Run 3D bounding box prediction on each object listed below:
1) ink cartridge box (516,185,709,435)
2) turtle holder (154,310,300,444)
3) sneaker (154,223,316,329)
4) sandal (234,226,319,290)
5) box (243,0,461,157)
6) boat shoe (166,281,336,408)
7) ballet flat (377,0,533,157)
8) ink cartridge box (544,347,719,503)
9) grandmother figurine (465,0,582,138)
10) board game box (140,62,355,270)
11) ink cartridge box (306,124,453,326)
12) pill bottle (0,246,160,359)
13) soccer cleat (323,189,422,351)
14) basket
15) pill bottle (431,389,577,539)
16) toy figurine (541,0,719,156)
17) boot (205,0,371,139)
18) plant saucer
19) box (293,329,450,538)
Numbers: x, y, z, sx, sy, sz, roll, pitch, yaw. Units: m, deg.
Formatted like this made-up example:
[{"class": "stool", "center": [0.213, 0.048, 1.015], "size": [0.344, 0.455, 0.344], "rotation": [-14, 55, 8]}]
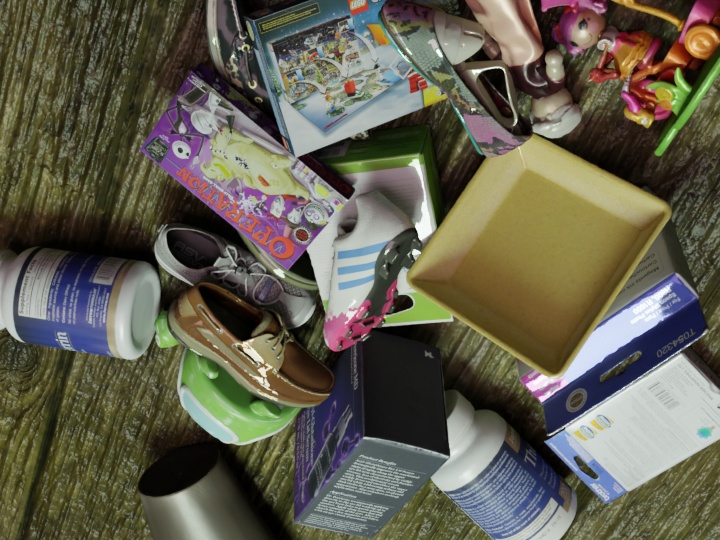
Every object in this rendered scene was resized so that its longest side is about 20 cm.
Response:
[{"class": "ink cartridge box", "center": [0.238, 0.037, 1.082], "size": [0.043, 0.200, 0.196], "rotation": [37, 120, -23]}, {"class": "turtle holder", "center": [-0.160, 0.125, 1.257], "size": [0.185, 0.141, 0.132], "rotation": [24, 137, -18]}, {"class": "sneaker", "center": [-0.145, 0.008, 1.201], "size": [0.199, 0.082, 0.075], "rotation": [23, 79, 4]}, {"class": "sandal", "center": [-0.102, -0.056, 1.181], "size": [0.057, 0.080, 0.201], "rotation": [-37, 106, 13]}, {"class": "box", "center": [0.004, -0.209, 1.032], "size": [0.199, 0.038, 0.137], "rotation": [-23, 116, -13]}, {"class": "boat shoe", "center": [-0.113, 0.080, 1.174], "size": [0.200, 0.076, 0.074], "rotation": [30, 132, -13]}, {"class": "ballet flat", "center": [0.099, -0.188, 1.012], "size": [0.071, 0.069, 0.200], "rotation": [-20, 127, 33]}, {"class": "ink cartridge box", "center": [0.323, 0.175, 1.235], "size": [0.119, 0.042, 0.200], "rotation": [44, 116, -13]}, {"class": "grandmother figurine", "center": [0.158, -0.206, 1.028], "size": [0.060, 0.121, 0.200], "rotation": [-36, 123, -1]}, {"class": "board game box", "center": [-0.117, -0.103, 1.101], "size": [0.200, 0.032, 0.120], "rotation": [39, 130, -5]}, {"class": "ink cartridge box", "center": [0.017, -0.042, 1.161], "size": [0.147, 0.076, 0.201], "rotation": [-5, 119, 15]}, {"class": "pill bottle", "center": [-0.345, 0.033, 1.260], "size": [0.199, 0.116, 0.116], "rotation": [8, 120, 9]}, {"class": "soccer cleat", "center": [0.000, 0.000, 1.114], "size": [0.086, 0.070, 0.200], "rotation": [51, 138, 22]}, {"class": "basket", "center": [-0.199, 0.338, 1.394], "size": [0.180, 0.136, 0.201], "rotation": [-14, 111, 18]}, {"class": "pill bottle", "center": [0.151, 0.235, 1.266], "size": [0.111, 0.111, 0.200], "rotation": [-38, 106, 28]}, {"class": "toy figurine", "center": [0.246, -0.225, 0.998], "size": [0.184, 0.150, 0.200], "rotation": [32, 146, 9]}, {"class": "boot", "center": [-0.070, -0.217, 1.087], "size": [0.153, 0.074, 0.204], "rotation": [-2, 119, 8]}, {"class": "plant saucer", "center": [0.177, -0.017, 1.073], "size": [0.200, 0.048, 0.200], "rotation": [34, 89, 32]}, {"class": "box", "center": [0.008, 0.186, 1.218], "size": [0.104, 0.148, 0.200], "rotation": [16, 134, -19]}]
